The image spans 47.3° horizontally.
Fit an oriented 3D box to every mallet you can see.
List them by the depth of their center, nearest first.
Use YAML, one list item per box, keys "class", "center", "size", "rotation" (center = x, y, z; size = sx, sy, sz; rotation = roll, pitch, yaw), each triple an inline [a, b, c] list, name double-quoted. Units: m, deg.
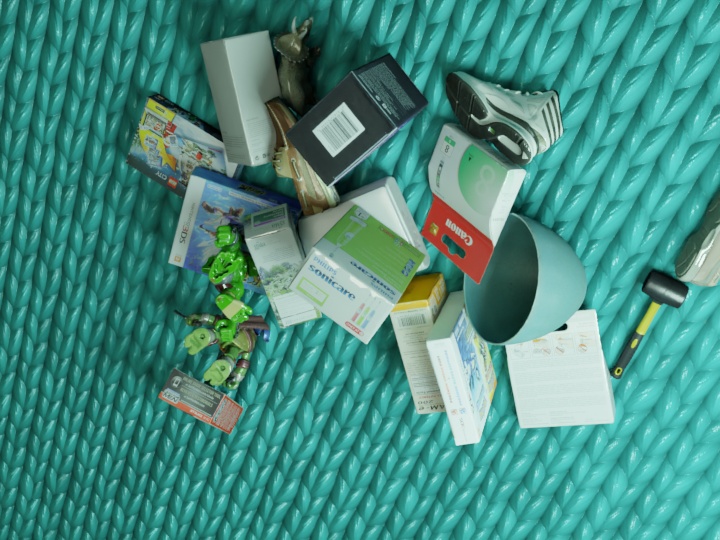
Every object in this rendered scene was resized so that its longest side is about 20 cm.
- class: "mallet"
  center: [0.457, 0.096, 1.307]
  size: [0.065, 0.041, 0.201]
  rotation: [19, 120, 15]

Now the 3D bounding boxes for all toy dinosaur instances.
- class: "toy dinosaur"
  center: [-0.103, -0.304, 1.311]
  size: [0.076, 0.102, 0.202]
  rotation: [9, 113, 16]

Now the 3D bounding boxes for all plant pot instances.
- class: "plant pot"
  center: [0.268, 0.017, 1.274]
  size: [0.134, 0.200, 0.201]
  rotation: [5, 119, -25]

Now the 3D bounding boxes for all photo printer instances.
- class: "photo printer"
  center: [-0.003, -0.049, 1.394]
  size: [0.199, 0.069, 0.167]
  rotation: [-19, 103, 25]

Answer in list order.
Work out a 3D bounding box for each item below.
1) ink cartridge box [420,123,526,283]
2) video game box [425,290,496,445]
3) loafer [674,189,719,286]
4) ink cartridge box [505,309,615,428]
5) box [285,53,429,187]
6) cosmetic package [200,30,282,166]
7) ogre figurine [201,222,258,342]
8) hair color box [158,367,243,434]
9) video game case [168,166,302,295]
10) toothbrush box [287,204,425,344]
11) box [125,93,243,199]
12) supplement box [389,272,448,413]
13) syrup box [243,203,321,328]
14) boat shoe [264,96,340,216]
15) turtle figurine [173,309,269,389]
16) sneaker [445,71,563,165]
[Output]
- class: "ink cartridge box"
  center: [0.157, -0.104, 1.281]
  size: [0.161, 0.050, 0.201]
  rotation: [45, 124, 41]
- class: "video game box"
  center: [0.169, 0.152, 1.339]
  size: [0.046, 0.200, 0.184]
  rotation: [-9, 108, 21]
- class: "loafer"
  center: [0.537, -0.062, 1.202]
  size: [0.062, 0.072, 0.201]
  rotation: [19, 123, -7]
- class: "ink cartridge box"
  center: [0.330, 0.161, 1.376]
  size: [0.159, 0.047, 0.202]
  rotation: [-7, 103, 23]
- class: "box"
  center: [0.000, -0.231, 1.247]
  size: [0.148, 0.200, 0.105]
  rotation: [-37, 95, 29]
- class: "cosmetic package"
  center: [-0.185, -0.279, 1.337]
  size: [0.107, 0.084, 0.202]
  rotation: [21, 125, 56]
- class: "ogre figurine"
  center: [-0.222, 0.004, 1.393]
  size: [0.097, 0.120, 0.201]
  rotation: [-17, 116, 5]
- class: "hair color box"
  center: [-0.296, 0.250, 1.552]
  size: [0.110, 0.200, 0.064]
  rotation: [25, 75, 9]
- class: "video game case"
  center: [-0.222, -0.065, 1.452]
  size: [0.198, 0.046, 0.182]
  rotation: [19, 119, -5]
- class: "toothbrush box"
  center: [0.000, 0.000, 1.260]
  size: [0.145, 0.200, 0.086]
  rotation: [35, 117, 1]
- class: "box"
  center: [-0.308, -0.203, 1.461]
  size: [0.199, 0.038, 0.137]
  rotation: [32, 118, 6]
- class: "supplement box"
  center: [0.118, 0.122, 1.387]
  size: [0.073, 0.126, 0.202]
  rotation: [-10, 108, 21]
- class: "syrup box"
  center: [-0.131, -0.006, 1.404]
  size: [0.078, 0.082, 0.201]
  rotation: [-16, 125, 2]
- class: "boat shoe"
  center: [-0.104, -0.174, 1.304]
  size: [0.073, 0.076, 0.201]
  rotation: [-28, 110, -1]
- class: "turtle figurine"
  center: [-0.270, 0.150, 1.486]
  size: [0.198, 0.194, 0.145]
  rotation: [0, 94, 7]
- class: "sneaker"
  center: [0.224, -0.246, 1.241]
  size: [0.201, 0.115, 0.076]
  rotation: [48, 156, 28]
